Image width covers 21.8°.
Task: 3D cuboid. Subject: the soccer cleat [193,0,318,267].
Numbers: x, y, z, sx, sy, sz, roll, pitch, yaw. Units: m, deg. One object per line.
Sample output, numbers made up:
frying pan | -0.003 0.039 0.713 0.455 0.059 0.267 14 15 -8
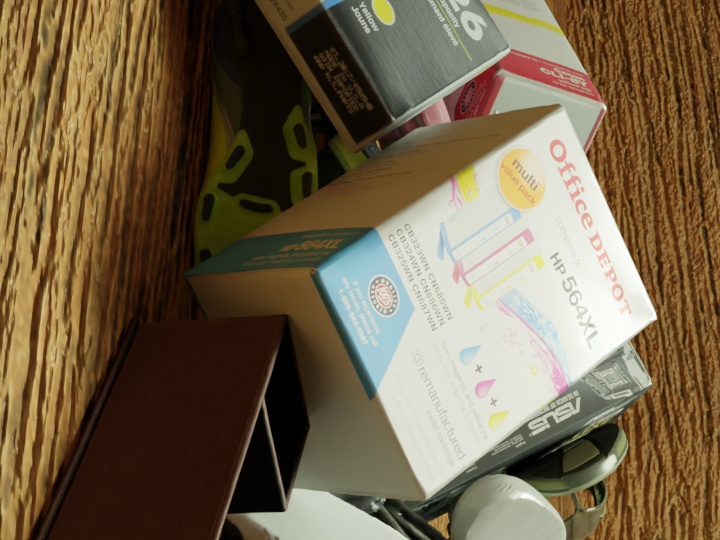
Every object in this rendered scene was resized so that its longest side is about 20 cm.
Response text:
soccer cleat | -0.055 -0.066 1.032 0.084 0.064 0.201 107 -13 -73

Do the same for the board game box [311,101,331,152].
board game box | -0.011 -0.025 1.347 0.105 0.023 0.201 -60 145 -66

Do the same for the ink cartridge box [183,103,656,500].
ink cartridge box | 0.040 0.008 0.952 0.200 0.125 0.129 -34 106 -30

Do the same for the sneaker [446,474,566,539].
sneaker | 0.078 0.164 1.125 0.089 0.075 0.200 53 -7 34

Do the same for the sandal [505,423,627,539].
sandal | 0.129 0.146 1.199 0.058 0.080 0.201 61 -15 12

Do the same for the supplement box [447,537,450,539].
supplement box | 0.042 0.243 1.221 0.110 0.109 0.200 64 8 8

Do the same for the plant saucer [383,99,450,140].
plant saucer | -0.007 -0.161 1.182 0.201 0.051 0.201 63 1 -1

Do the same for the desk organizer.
desk organizer | -0.079 0.100 0.813 0.200 0.077 0.072 -75 158 -58

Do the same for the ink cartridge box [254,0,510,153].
ink cartridge box | 0.002 -0.186 1.045 0.198 0.047 0.200 56 39 -3

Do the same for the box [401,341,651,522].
box | 0.077 0.112 1.203 0.050 0.199 0.158 62 -12 12

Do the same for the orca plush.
orca plush | 0.002 0.167 0.968 0.105 0.199 0.071 -98 -156 -63

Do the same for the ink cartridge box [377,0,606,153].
ink cartridge box | 0.083 -0.105 1.287 0.200 0.083 0.146 -106 -147 -58

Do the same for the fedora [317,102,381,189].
fedora | 0.000 0.000 1.129 0.201 0.091 0.201 60 0 0

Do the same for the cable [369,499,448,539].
cable | -0.002 0.103 1.035 0.200 0.050 0.097 45 10 33
